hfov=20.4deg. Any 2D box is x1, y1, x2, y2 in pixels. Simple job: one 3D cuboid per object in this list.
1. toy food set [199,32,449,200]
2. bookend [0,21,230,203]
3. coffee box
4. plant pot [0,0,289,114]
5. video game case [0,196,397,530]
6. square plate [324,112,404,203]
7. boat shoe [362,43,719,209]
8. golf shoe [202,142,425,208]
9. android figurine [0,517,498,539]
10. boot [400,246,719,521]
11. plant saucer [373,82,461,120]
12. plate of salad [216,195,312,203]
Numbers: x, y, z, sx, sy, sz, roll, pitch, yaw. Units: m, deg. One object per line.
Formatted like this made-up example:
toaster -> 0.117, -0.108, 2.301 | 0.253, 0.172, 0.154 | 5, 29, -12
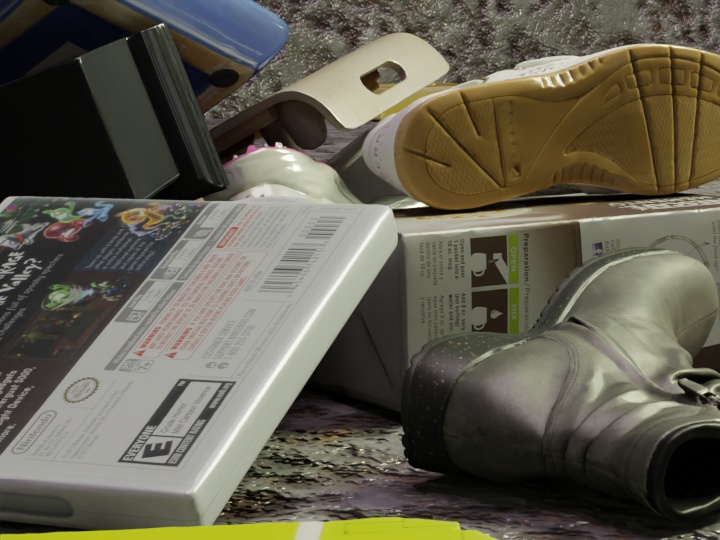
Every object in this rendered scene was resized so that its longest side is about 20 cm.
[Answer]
toy food set -> -0.054, -0.065, 1.159 | 0.200, 0.061, 0.143 | -26, 6, 32
bookend -> -0.188, -0.032, 0.945 | 0.200, 0.092, 0.199 | -19, 9, 12
coffee box -> 0.078, 0.010, 0.920 | 0.199, 0.080, 0.114 | -5, 8, -28
plant pot -> -0.165, -0.166, 1.096 | 0.200, 0.180, 0.200 | -32, -37, 30
video game case -> -0.102, 0.029, 0.759 | 0.181, 0.023, 0.200 | 2, 32, 22
square plate -> 0.038, -0.048, 1.186 | 0.200, 0.029, 0.198 | -1, -21, -37
boat shoe -> 0.094, -0.070, 0.939 | 0.199, 0.071, 0.069 | -6, 10, -25
golf shoe -> 0.000, 0.000, 1.090 | 0.200, 0.092, 0.075 | 16, -42, -38
android figurine -> -0.040, 0.093, 0.468 | 0.199, 0.041, 0.182 | -1, 7, 0
boot -> 0.119, 0.047, 0.749 | 0.130, 0.068, 0.200 | 10, 21, 36
plant saucer -> 0.082, -0.258, 3.035 | 0.199, 0.049, 0.200 | -4, 8, -21
plate of salad -> -0.105, 0.024, 0.881 | 0.200, 0.048, 0.200 | -23, 18, 8
